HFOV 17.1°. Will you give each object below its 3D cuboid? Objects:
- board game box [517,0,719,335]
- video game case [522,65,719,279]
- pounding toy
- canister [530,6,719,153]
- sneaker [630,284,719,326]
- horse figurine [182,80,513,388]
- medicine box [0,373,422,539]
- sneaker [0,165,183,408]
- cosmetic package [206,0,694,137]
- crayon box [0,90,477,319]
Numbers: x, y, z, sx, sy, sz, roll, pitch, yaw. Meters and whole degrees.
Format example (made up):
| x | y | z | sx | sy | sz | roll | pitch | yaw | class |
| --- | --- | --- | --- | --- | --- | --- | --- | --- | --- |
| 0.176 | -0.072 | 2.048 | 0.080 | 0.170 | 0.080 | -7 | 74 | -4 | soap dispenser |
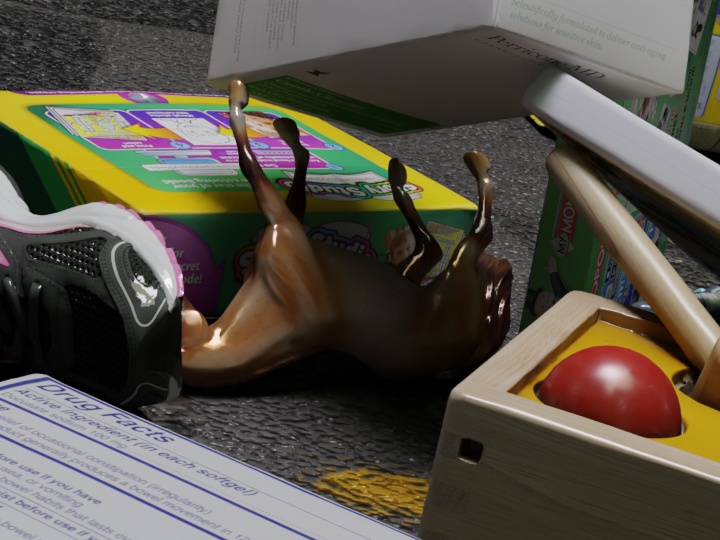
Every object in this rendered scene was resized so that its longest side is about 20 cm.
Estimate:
| x | y | z | sx | sy | sz | roll | pitch | yaw | class |
| --- | --- | --- | --- | --- | --- | --- | --- | --- | --- |
| 0.119 | -0.050 | 1.097 | 0.029 | 0.201 | 0.134 | 17 | 17 | 21 | board game box |
| 0.174 | 0.004 | 0.935 | 0.200 | 0.023 | 0.182 | 36 | 1 | 37 | video game case |
| 0.112 | 0.063 | 0.829 | 0.183 | 0.143 | 0.200 | 17 | 17 | 15 | pounding toy |
| 0.225 | -0.151 | 1.600 | 0.199 | 0.149 | 0.087 | 9 | 17 | -17 | canister |
| 0.163 | 0.029 | 1.093 | 0.086 | 0.078 | 0.200 | 13 | 16 | 15 | sneaker |
| 0.000 | 0.000 | 1.046 | 0.199 | 0.133 | 0.050 | 16 | -29 | -33 | horse figurine |
| -0.075 | 0.117 | 0.588 | 0.181 | 0.104 | 0.200 | 21 | 18 | 26 | medicine box |
| -0.150 | 0.012 | 0.956 | 0.086 | 0.081 | 0.199 | -18 | 25 | -38 | sneaker |
| 0.036 | -0.115 | 1.003 | 0.107 | 0.085 | 0.200 | 15 | -10 | -34 | cosmetic package |
| -0.074 | -0.034 | 1.156 | 0.199 | 0.059 | 0.172 | -2 | 23 | -39 | crayon box |
